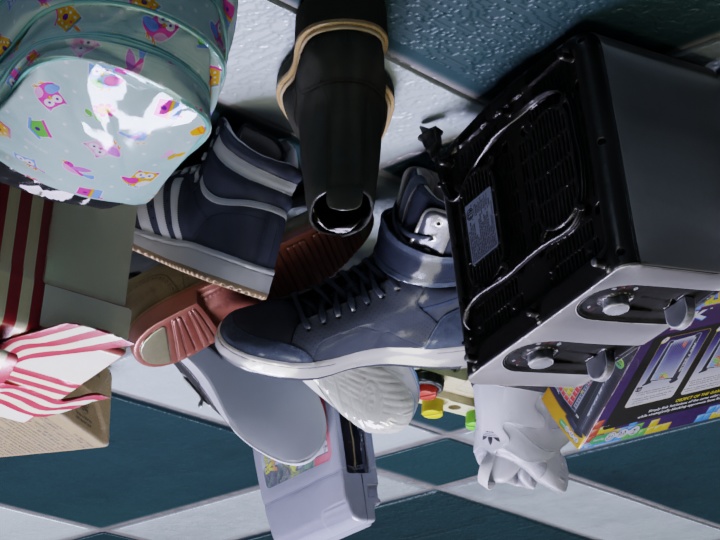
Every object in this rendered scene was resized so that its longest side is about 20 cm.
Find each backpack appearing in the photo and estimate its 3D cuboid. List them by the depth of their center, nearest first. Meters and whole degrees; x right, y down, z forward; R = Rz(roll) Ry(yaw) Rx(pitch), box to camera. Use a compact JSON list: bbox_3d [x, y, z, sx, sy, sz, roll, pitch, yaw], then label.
[{"bbox_3d":[-0.146,-0.117,1.313,0.166,0.127,0.200,14,151,-25],"label":"backpack"}]

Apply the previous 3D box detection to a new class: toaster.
[{"bbox_3d":[0.141,-0.040,1.446,0.118,0.201,0.181,10,149,-31],"label":"toaster"}]

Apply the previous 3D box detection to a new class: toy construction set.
[{"bbox_3d":[0.053,0.094,1.858,0.199,0.093,0.131,1,157,-28],"label":"toy construction set"}]

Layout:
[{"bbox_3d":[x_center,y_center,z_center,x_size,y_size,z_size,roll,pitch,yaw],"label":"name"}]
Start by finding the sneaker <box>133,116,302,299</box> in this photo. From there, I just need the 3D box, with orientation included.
[{"bbox_3d":[-0.113,-0.056,1.563,0.070,0.109,0.200,17,-177,-41],"label":"sneaker"}]

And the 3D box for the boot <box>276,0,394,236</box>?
[{"bbox_3d":[-0.017,-0.068,1.418,0.077,0.139,0.200,-2,159,3],"label":"boot"}]

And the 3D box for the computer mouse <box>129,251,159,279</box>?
[{"bbox_3d":[-0.163,0.009,1.696,0.199,0.110,0.044,-2,142,-27],"label":"computer mouse"}]

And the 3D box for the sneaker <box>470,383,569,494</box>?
[{"bbox_3d":[0.150,0.112,1.797,0.075,0.115,0.200,8,-174,38],"label":"sneaker"}]

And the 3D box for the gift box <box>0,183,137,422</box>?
[{"bbox_3d":[-0.237,-0.001,1.499,0.199,0.187,0.184,16,153,-22],"label":"gift box"}]

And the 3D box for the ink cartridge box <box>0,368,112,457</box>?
[{"bbox_3d":[-0.322,0.095,1.912,0.164,0.075,0.200,-5,158,16],"label":"ink cartridge box"}]

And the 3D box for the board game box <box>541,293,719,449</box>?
[{"bbox_3d":[0.247,0.040,1.639,0.199,0.057,0.166,-9,138,-35],"label":"board game box"}]

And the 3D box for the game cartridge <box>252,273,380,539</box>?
[{"bbox_3d":[-0.042,0.116,1.795,0.041,0.201,0.133,1,161,-29],"label":"game cartridge"}]

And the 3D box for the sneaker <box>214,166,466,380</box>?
[{"bbox_3d":[0.000,-0.001,1.591,0.201,0.077,0.147,-4,126,-18],"label":"sneaker"}]

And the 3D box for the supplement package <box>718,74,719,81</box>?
[{"bbox_3d":[0.289,-0.079,1.430,0.113,0.110,0.200,9,156,-23],"label":"supplement package"}]

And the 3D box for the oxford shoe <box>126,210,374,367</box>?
[{"bbox_3d":[-0.087,-0.010,1.637,0.199,0.074,0.071,-27,143,-8],"label":"oxford shoe"}]

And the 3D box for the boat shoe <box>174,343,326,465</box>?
[{"bbox_3d":[-0.104,0.078,1.762,0.199,0.074,0.068,38,168,9],"label":"boat shoe"}]

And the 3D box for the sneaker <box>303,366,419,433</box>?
[{"bbox_3d":[-0.034,0.043,1.709,0.072,0.200,0.073,-42,-169,10],"label":"sneaker"}]
